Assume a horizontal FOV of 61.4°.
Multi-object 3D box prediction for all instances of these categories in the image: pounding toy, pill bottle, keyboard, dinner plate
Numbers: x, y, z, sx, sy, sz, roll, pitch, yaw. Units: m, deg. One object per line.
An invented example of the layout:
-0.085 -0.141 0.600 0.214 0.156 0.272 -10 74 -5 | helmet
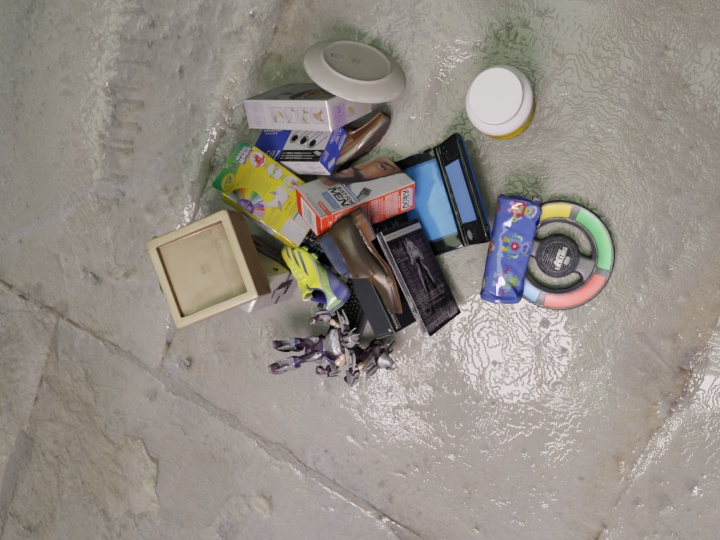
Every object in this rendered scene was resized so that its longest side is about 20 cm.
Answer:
-0.286 -0.009 1.089 0.197 0.142 0.187 -21 89 6 | pounding toy
0.239 -0.285 1.035 0.110 0.200 0.115 3 99 18 | pill bottle
-0.029 0.047 1.220 0.125 0.021 0.203 11 73 28 | keyboard
-0.008 -0.377 1.115 0.198 0.201 0.024 30 138 11 | dinner plate

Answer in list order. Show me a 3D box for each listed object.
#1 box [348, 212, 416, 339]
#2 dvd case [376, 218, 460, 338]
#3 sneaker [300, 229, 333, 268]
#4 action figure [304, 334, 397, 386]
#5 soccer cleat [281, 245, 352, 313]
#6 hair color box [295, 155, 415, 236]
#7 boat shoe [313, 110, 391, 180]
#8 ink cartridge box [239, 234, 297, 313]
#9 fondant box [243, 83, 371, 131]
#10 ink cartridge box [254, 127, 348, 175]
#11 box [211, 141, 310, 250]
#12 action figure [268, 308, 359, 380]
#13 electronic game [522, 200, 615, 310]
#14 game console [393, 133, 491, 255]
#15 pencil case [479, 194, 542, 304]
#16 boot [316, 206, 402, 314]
0.056 0.007 1.165 0.079 0.140 0.203 -27 88 57 | box
0.110 0.009 1.112 0.016 0.148 0.203 -25 89 34 | dvd case
-0.090 -0.061 1.227 0.197 0.078 0.071 21 76 19 | sneaker
-0.012 0.172 1.221 0.197 0.130 0.071 8 114 33 | action figure
-0.101 0.012 1.179 0.199 0.065 0.084 34 77 36 | soccer cleat
-0.009 -0.136 1.131 0.111 0.198 0.065 49 152 40 | hair color box
-0.028 -0.251 1.197 0.199 0.076 0.072 -38 84 18 | boat shoe
-0.220 0.000 1.230 0.146 0.200 0.084 32 103 10 | ink cartridge box
-0.099 -0.311 1.146 0.197 0.144 0.059 9 121 32 | fondant box
-0.126 -0.240 1.191 0.198 0.044 0.095 9 68 38 | ink cartridge box
-0.175 -0.144 1.162 0.199 0.048 0.118 36 73 -12 | box
-0.082 0.148 1.161 0.198 0.069 0.132 -19 64 29 | action figure
0.362 -0.027 1.116 0.196 0.042 0.204 3 98 18 | electronic game
0.144 -0.131 1.138 0.117 0.171 0.203 -19 92 -7 | game console
0.272 -0.037 1.094 0.085 0.078 0.204 9 101 -4 | pencil case
0.000 0.000 1.072 0.096 0.075 0.203 -25 97 -4 | boot
